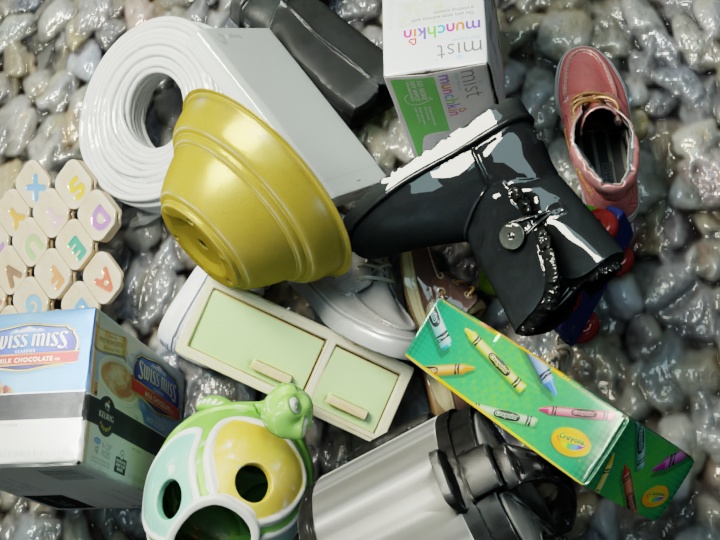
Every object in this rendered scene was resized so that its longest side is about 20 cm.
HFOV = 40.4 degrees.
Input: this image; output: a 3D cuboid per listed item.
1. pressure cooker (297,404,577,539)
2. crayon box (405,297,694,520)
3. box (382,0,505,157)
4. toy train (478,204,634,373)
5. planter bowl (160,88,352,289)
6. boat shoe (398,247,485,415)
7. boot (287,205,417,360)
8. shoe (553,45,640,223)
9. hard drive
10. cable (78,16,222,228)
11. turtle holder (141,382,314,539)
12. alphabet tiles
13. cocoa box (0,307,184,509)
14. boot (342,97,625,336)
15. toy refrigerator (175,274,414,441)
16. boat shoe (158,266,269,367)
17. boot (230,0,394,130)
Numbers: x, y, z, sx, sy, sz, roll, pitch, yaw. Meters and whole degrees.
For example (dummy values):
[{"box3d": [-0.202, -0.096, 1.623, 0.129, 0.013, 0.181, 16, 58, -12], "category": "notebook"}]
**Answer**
[{"box3d": [0.074, 0.206, 0.766, 0.199, 0.176, 0.179, -29, 96, 12], "category": "pressure cooker"}, {"box3d": [0.141, 0.103, 0.751, 0.200, 0.119, 0.058, 33, 91, 46], "category": "crayon box"}, {"box3d": [0.086, -0.208, 0.927, 0.096, 0.200, 0.178, -5, 68, 12], "category": "box"}, {"box3d": [0.155, 0.025, 0.888, 0.115, 0.085, 0.201, 24, 79, 35], "category": "toy train"}, {"box3d": [-0.107, -0.045, 0.817, 0.200, 0.201, 0.083, 36, 66, 23], "category": "planter bowl"}, {"box3d": [0.080, 0.040, 0.902, 0.071, 0.072, 0.201, -12, 70, 0], "category": "boat shoe"}, {"box3d": [0.000, 0.000, 0.884, 0.200, 0.073, 0.096, 36, 109, 50], "category": "boot"}, {"box3d": [0.226, -0.145, 0.926, 0.071, 0.091, 0.202, -9, 67, 9], "category": "shoe"}, {"box3d": [-0.066, -0.149, 0.940, 0.026, 0.132, 0.200, -41, 83, 28], "category": "hard drive"}, {"box3d": [-0.199, -0.159, 1.001, 0.199, 0.069, 0.202, -14, 80, 25], "category": "cable"}, {"box3d": [-0.096, 0.183, 0.812, 0.185, 0.132, 0.142, -28, 102, 9], "category": "turtle holder"}, {"box3d": [-0.326, -0.013, 1.007, 0.200, 0.015, 0.196, -49, 65, 15], "category": "alphabet tiles"}, {"box3d": [-0.254, 0.129, 0.868, 0.132, 0.200, 0.132, -4, 66, 12], "category": "cocoa box"}, {"box3d": [0.092, -0.017, 0.787, 0.200, 0.076, 0.169, -34, 69, 20], "category": "boot"}, {"box3d": [-0.058, 0.079, 0.875, 0.199, 0.070, 0.076, 25, 86, 1], "category": "toy refrigerator"}, {"box3d": [-0.118, 0.001, 0.960, 0.065, 0.074, 0.201, 30, 87, 13], "category": "boat shoe"}, {"box3d": [-0.017, -0.259, 1.043, 0.165, 0.066, 0.200, -41, 66, -14], "category": "boot"}]
